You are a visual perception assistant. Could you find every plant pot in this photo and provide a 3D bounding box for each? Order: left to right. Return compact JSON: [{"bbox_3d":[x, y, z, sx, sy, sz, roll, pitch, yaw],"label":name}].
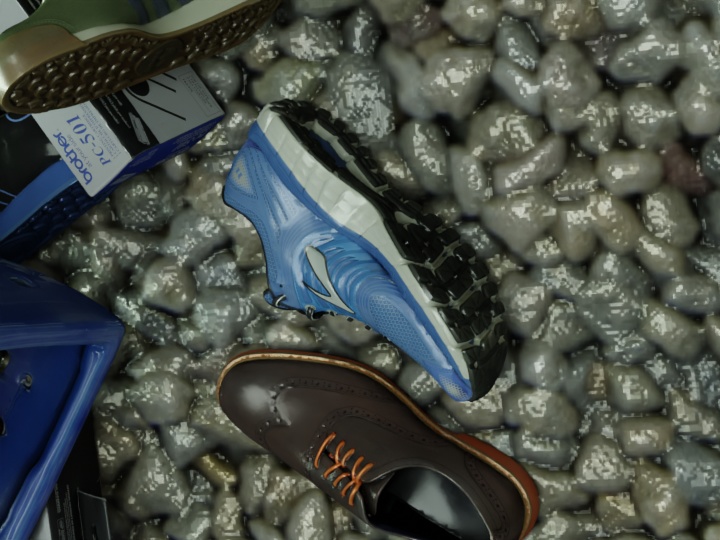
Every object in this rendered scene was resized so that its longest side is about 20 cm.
[{"bbox_3d":[-0.279,0.070,1.242,0.180,0.200,0.200,33,107,21],"label":"plant pot"}]

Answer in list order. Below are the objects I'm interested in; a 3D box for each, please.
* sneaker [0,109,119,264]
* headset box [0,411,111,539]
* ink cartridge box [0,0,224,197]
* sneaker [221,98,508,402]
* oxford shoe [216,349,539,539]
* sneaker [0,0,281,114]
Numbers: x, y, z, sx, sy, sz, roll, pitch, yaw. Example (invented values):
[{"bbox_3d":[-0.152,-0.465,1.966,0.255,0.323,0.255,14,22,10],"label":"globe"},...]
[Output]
[{"bbox_3d":[-0.226,-0.042,1.349,0.200,0.070,0.078,-32,74,21],"label":"sneaker"},{"bbox_3d":[-0.237,0.163,1.379,0.200,0.075,0.149,-4,98,20],"label":"headset box"},{"bbox_3d":[-0.171,-0.144,1.288,0.044,0.094,0.200,-39,86,37],"label":"ink cartridge box"},{"bbox_3d":[0.000,0.000,1.277,0.200,0.079,0.089,48,118,14],"label":"sneaker"},{"bbox_3d":[0.002,0.101,1.287,0.200,0.073,0.071,23,107,14],"label":"oxford shoe"},{"bbox_3d":[-0.138,-0.149,1.234,0.090,0.200,0.067,55,135,12],"label":"sneaker"}]
